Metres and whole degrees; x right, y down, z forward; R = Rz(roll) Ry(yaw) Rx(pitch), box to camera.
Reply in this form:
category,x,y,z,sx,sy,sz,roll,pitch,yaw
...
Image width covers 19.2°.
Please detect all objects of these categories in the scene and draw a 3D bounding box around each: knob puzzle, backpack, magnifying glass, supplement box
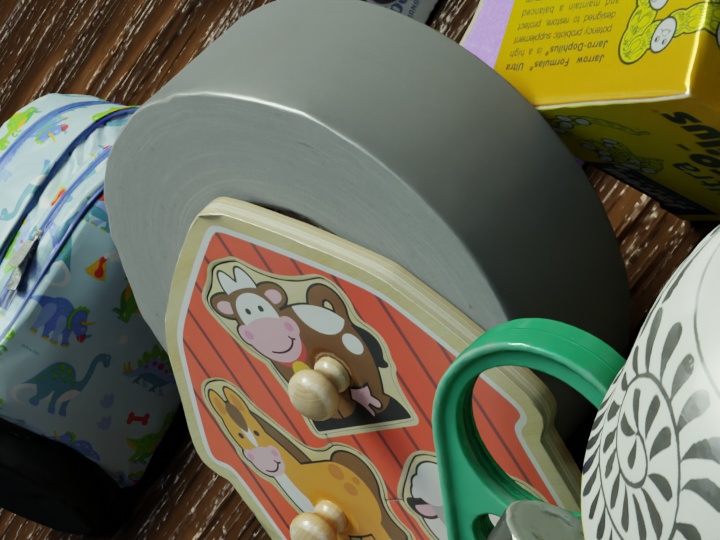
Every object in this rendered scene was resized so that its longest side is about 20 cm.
category,x,y,z,sx,sy,sz,roll,pitch,yaw
knob puzzle,-0.006,0.063,0.781,0.219,0.221,0.030,-14,25,50
backpack,-0.143,0.012,1.053,0.153,0.163,0.202,-3,60,45
magnifying glass,0.046,0.093,0.722,0.022,0.079,0.201,-44,-18,-41
supplement box,0.141,-0.130,0.763,0.109,0.108,0.202,1,71,55

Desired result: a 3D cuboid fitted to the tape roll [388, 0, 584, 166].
category,x,y,z,sx,sy,sz,roll,pitch,yaw
tape roll,0.038,-0.108,0.938,0.200,0.065,0.202,-34,45,41

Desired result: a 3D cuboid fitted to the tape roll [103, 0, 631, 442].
category,x,y,z,sx,sy,sz,roll,pitch,yaw
tape roll,0.000,0.000,0.796,0.199,0.201,0.066,-14,25,50

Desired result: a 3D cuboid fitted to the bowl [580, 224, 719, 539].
category,x,y,z,sx,sy,sz,roll,pitch,yaw
bowl,0.153,0.029,0.562,0.199,0.095,0.202,-7,45,7

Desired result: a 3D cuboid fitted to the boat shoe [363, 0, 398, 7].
category,x,y,z,sx,sy,sz,roll,pitch,yaw
boat shoe,0.044,-0.191,0.854,0.064,0.070,0.201,37,115,32

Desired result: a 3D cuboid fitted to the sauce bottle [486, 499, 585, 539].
category,x,y,z,sx,sy,sz,roll,pitch,yaw
sauce bottle,0.018,0.163,0.677,0.201,0.064,0.065,-64,31,23
